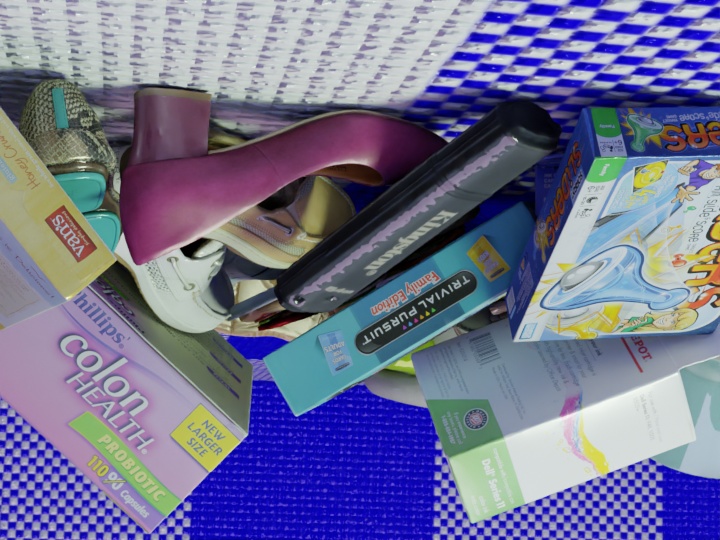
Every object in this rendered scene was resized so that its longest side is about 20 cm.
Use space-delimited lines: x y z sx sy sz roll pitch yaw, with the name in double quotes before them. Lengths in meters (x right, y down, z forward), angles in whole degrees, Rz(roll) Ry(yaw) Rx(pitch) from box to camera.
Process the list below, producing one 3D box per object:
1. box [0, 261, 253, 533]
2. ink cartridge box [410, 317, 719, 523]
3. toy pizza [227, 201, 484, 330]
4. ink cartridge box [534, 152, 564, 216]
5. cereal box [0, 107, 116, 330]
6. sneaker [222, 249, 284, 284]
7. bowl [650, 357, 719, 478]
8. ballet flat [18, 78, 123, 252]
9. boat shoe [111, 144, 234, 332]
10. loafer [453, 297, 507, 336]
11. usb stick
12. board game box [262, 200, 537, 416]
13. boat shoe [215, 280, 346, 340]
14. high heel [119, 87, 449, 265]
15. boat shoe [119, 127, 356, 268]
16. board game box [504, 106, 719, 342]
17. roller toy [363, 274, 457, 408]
"box" -0.172 0.065 1.046 0.176 0.097 0.200 45 -176 -9
"ink cartridge box" 0.145 0.077 0.981 0.199 0.068 0.117 -20 -146 1
"toy pizza" 0.000 0.000 1.036 0.199 0.032 0.200 -25 -179 0
"ink cartridge box" 0.188 -0.044 0.971 0.118 0.042 0.200 -2 169 22
"cereal box" -0.210 -0.040 0.790 0.039 0.144 0.200 -41 -169 -23
"sneaker" -0.122 -0.022 1.129 0.071 0.074 0.199 27 153 -33
"bowl" 0.301 0.063 1.239 0.199 0.202 0.105 2 139 -2
"ballet flat" -0.170 -0.053 0.851 0.067 0.076 0.200 -7 162 -13
"boat shoe" -0.119 -0.018 0.990 0.069 0.071 0.200 -13 150 13
"loafer" 0.156 0.016 1.073 0.199 0.072 0.063 -7 164 18
"usb stick" 0.029 -0.032 0.835 0.200 0.033 0.055 -36 161 34
"board game box" 0.045 0.023 1.010 0.199 0.047 0.151 -32 176 12
"boat shoe" -0.092 0.019 1.295 0.199 0.071 0.069 20 -167 -20
"high heel" -0.037 -0.042 0.828 0.199 0.097 0.067 5 171 -17
"boat shoe" -0.055 -0.047 0.918 0.076 0.072 0.199 -24 162 32
"board game box" 0.169 -0.022 0.846 0.134 0.035 0.200 -2 150 -9
"roller toy" 0.096 0.042 1.224 0.181 0.141 0.200 7 -179 5
